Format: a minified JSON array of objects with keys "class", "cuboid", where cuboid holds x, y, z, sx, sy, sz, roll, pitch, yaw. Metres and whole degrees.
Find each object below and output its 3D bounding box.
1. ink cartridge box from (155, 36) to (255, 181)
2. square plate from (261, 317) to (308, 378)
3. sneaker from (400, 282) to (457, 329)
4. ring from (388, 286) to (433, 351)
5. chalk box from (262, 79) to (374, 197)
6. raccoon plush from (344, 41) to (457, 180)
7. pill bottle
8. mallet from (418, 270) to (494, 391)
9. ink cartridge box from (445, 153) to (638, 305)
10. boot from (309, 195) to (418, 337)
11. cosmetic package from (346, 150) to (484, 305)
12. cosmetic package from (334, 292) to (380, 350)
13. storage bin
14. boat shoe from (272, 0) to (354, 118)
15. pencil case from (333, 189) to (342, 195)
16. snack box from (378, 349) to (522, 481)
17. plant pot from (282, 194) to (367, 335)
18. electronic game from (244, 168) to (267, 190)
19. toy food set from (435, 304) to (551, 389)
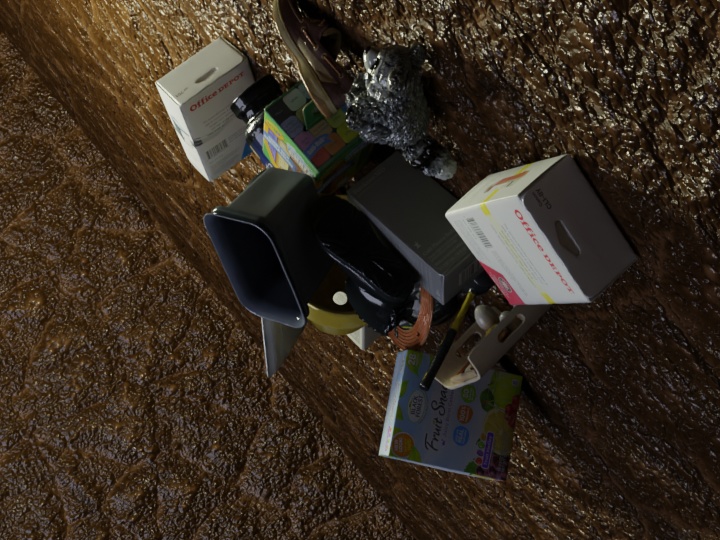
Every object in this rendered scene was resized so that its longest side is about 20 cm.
[{"class":"ink cartridge box","cuboid":[-0.249,-0.276,1.859,0.086,0.146,0.201,43,162,32]},{"class":"square plate","cuboid":[-0.119,0.043,1.775,0.028,0.198,0.202,5,117,14]},{"class":"sneaker","cuboid":[0.104,0.062,1.791,0.199,0.084,0.076,-9,76,55]},{"class":"ring","cuboid":[0.073,0.028,1.714,0.200,0.019,0.203,176,90,-67]},{"class":"chalk box","cuboid":[-0.056,-0.198,1.533,0.124,0.125,0.200,49,166,7]},{"class":"raccoon plush","cuboid":[0.074,-0.200,1.305,0.198,0.098,0.134,26,160,-24]},{"class":"pill bottle","cuboid":[-0.112,-0.204,1.699,0.201,0.112,0.112,52,164,-2]},{"class":"mallet","cuboid":[0.134,0.074,1.491,0.041,0.201,0.066,29,154,-2]},{"class":"ink cartridge box","cuboid":[0.202,-0.041,1.229,0.146,0.083,0.200,53,164,-10]},{"class":"boot","cuboid":[0.000,-0.001,1.528,0.198,0.073,0.163,44,163,11]},{"class":"cosmetic package","cuboid":[0.082,-0.061,1.485,0.200,0.107,0.091,42,161,25]},{"class":"cosmetic package","cuboid":[0.003,0.054,1.999,0.103,0.087,0.200,45,162,16]},{"class":"storage bin","cuboid":[-0.120,-0.043,1.528,0.144,0.135,0.201,14,140,33]},{"class":"boat shoe","cuboid":[-0.056,-0.296,1.427,0.072,0.071,0.201,44,-161,-57]},{"class":"pencil case","cuboid":[-0.062,-0.096,1.837,0.201,0.093,0.091,56,164,-15]},{"class":"snack box","cuboid":[0.142,0.229,1.692,0.197,0.171,0.068,13,168,-10]},{"class":"plant pot","cuboid":[-0.029,0.011,1.712,0.201,0.200,0.189,46,162,15]},{"class":"electronic game","cuboid":[-0.128,-0.081,1.867,0.041,0.200,0.201,-4,126,49]},{"class":"toy food set","cuboid":[0.172,0.088,1.486,0.060,0.143,0.200,46,165,1]}]
